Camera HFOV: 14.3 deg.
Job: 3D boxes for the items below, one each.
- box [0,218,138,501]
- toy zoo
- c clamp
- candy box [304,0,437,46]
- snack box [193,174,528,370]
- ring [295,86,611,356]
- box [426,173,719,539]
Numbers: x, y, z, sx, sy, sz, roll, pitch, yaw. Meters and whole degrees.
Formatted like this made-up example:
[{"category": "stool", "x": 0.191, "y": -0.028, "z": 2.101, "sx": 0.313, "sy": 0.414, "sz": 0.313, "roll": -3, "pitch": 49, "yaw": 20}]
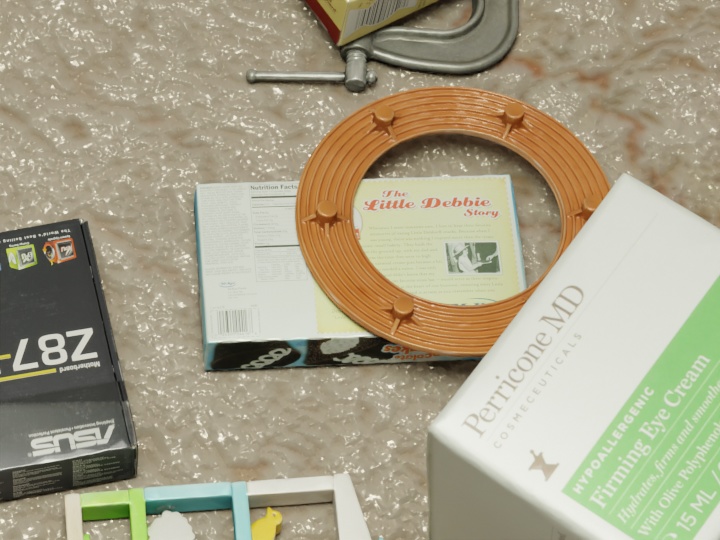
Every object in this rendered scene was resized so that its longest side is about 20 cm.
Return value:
[{"category": "box", "x": -0.244, "y": 0.062, "z": 1.708, "sx": 0.200, "sy": 0.049, "sz": 0.161, "roll": -9, "pitch": 63, "yaw": -10}, {"category": "toy zoo", "x": -0.068, "y": 0.183, "z": 1.663, "sx": 0.200, "sy": 0.020, "sz": 0.131, "roll": -3, "pitch": 59, "yaw": -6}, {"category": "c clamp", "x": 0.023, "y": -0.199, "z": 1.900, "sx": 0.170, "sy": 0.027, "sz": 0.200, "roll": 8, "pitch": 59, "yaw": 1}, {"category": "candy box", "x": 0.040, "y": -0.239, "z": 1.882, "sx": 0.200, "sy": 0.055, "sz": 0.116, "roll": -26, "pitch": 69, "yaw": -23}, {"category": "snack box", "x": 0.000, "y": 0.000, "z": 1.770, "sx": 0.200, "sy": 0.037, "sz": 0.116, "roll": -2, "pitch": 58, "yaw": -6}, {"category": "ring", "x": 0.060, "y": -0.036, "z": 1.765, "sx": 0.200, "sy": 0.019, "sz": 0.201, "roll": 3, "pitch": 56, "yaw": -4}, {"category": "box", "x": 0.159, "y": 0.097, "z": 1.619, "sx": 0.171, "sy": 0.200, "sz": 0.199, "roll": 32, "pitch": 70, "yaw": 17}]
